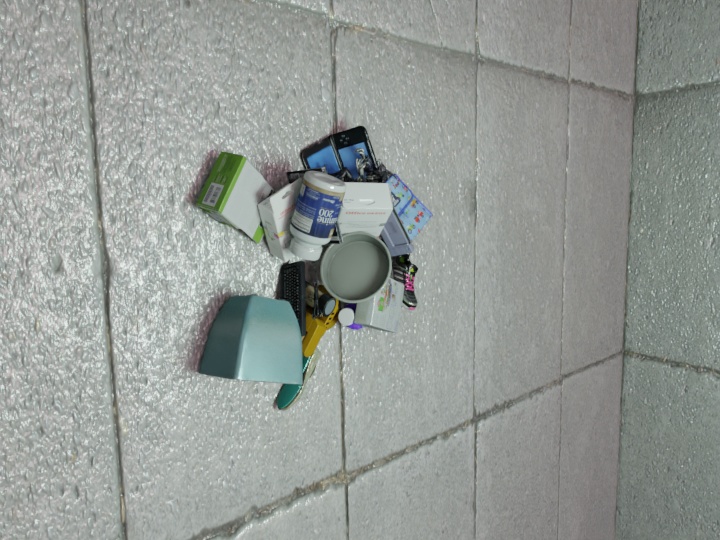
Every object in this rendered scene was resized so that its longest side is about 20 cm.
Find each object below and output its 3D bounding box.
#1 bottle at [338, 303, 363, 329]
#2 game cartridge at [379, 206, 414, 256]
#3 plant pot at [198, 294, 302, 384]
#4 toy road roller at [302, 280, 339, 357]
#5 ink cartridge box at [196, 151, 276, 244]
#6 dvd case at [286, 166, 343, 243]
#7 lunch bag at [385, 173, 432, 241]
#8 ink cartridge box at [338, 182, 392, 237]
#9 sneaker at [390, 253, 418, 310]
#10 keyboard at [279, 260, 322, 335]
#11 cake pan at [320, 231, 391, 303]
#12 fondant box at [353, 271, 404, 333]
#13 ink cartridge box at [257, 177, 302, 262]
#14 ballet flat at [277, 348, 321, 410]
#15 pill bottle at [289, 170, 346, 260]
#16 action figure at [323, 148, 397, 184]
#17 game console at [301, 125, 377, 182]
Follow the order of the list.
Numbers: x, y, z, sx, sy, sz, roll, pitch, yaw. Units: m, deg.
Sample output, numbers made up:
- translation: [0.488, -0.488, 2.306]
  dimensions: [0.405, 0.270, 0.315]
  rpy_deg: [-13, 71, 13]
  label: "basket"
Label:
- translation: [-0.010, 0.129, 1.572]
  dimensions: [0.200, 0.064, 0.085]
  rpy_deg: [6, 99, -73]
  label: "bottle"
- translation: [0.068, -0.127, 1.630]
  dimensions: [0.202, 0.127, 0.039]
  rpy_deg: [59, 36, -27]
  label: "game cartridge"
- translation: [-0.261, 0.168, 1.343]
  dimensions: [0.194, 0.194, 0.205]
  rpy_deg: [14, 78, -40]
  label: "plant pot"
- translation: [-0.134, 0.137, 1.487]
  dimensions: [0.203, 0.121, 0.146]
  rpy_deg: [-61, 153, -5]
  label: "toy road roller"
- translation: [-0.297, -0.175, 1.349]
  dimensions: [0.150, 0.074, 0.200]
  rpy_deg: [-68, 155, -13]
  label: "ink cartridge box"
- translation: [-0.122, -0.170, 1.446]
  dimensions: [0.016, 0.147, 0.204]
  rpy_deg: [-28, 112, -41]
  label: "dvd case"
- translation: [0.108, -0.192, 1.699]
  dimensions: [0.201, 0.093, 0.151]
  rpy_deg: [49, 64, -19]
  label: "lunch bag"
- translation: [-0.006, -0.154, 1.484]
  dimensions: [0.143, 0.201, 0.085]
  rpy_deg: [-1, 66, -14]
  label: "ink cartridge box"
- translation: [0.141, 0.022, 1.675]
  dimensions: [0.073, 0.087, 0.203]
  rpy_deg: [12, 51, -38]
  label: "sneaker"
- translation: [-0.160, 0.073, 1.424]
  dimensions: [0.021, 0.124, 0.205]
  rpy_deg: [36, 48, -63]
  label: "keyboard"
- translation: [-0.011, -0.005, 1.459]
  dimensions: [0.203, 0.197, 0.037]
  rpy_deg: [-64, 161, -15]
  label: "cake pan"
- translation: [0.058, 0.094, 1.551]
  dimensions: [0.199, 0.057, 0.148]
  rpy_deg: [26, 71, -63]
  label: "fondant box"
- translation: [-0.193, -0.139, 1.398]
  dimensions: [0.116, 0.067, 0.203]
  rpy_deg: [-40, 141, -31]
  label: "ink cartridge box"
- translation: [-0.164, 0.307, 1.519]
  dimensions: [0.062, 0.067, 0.203]
  rpy_deg: [44, 67, -45]
  label: "ballet flat"
- translation: [-0.113, -0.134, 1.344]
  dimensions: [0.109, 0.111, 0.204]
  rpy_deg: [1, 116, -40]
  label: "pill bottle"
- translation: [0.000, -0.271, 1.470]
  dimensions: [0.195, 0.119, 0.104]
  rpy_deg: [-9, 116, -3]
  label: "action figure"
- translation: [-0.045, -0.278, 1.527]
  dimensions: [0.203, 0.169, 0.119]
  rpy_deg: [69, 28, -23]
  label: "game console"
